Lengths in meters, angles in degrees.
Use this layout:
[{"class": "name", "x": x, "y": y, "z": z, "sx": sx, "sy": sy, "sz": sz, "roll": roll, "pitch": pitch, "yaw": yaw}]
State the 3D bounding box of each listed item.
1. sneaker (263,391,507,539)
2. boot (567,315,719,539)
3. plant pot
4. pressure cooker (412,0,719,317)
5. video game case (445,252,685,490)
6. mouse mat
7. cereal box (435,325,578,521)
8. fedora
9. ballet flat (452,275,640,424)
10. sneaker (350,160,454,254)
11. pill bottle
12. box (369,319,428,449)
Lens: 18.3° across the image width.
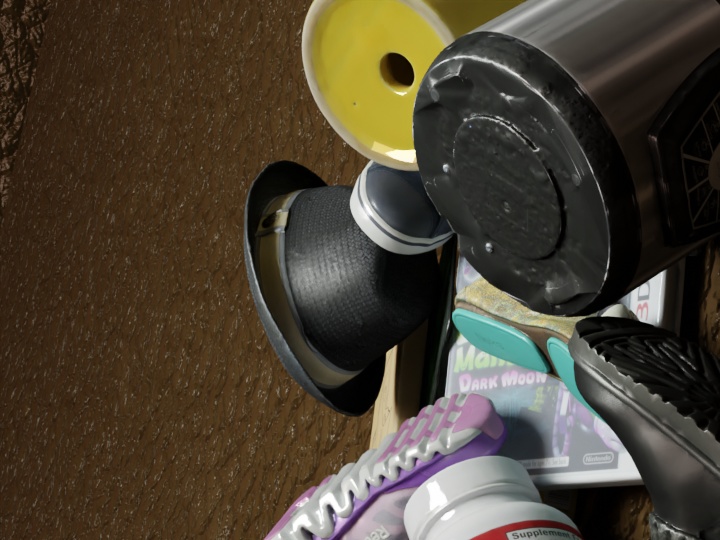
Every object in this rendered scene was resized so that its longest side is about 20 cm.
[{"class": "sneaker", "x": 0.030, "y": 0.154, "z": 1.448, "sx": 0.200, "sy": 0.089, "sz": 0.080, "roll": -38, "pitch": 3, "yaw": 34}, {"class": "boot", "x": 0.164, "y": 0.138, "z": 1.208, "sx": 0.211, "sy": 0.079, "sz": 0.159, "roll": 44, "pitch": 123, "yaw": 37}, {"class": "plant pot", "x": 0.069, "y": -0.158, "z": 1.411, "sx": 0.189, "sy": 0.201, "sz": 0.201, "roll": -39, "pitch": -12, "yaw": -44}, {"class": "pressure cooker", "x": 0.151, "y": -0.090, "z": 1.275, "sx": 0.179, "sy": 0.199, "sz": 0.176, "roll": 55, "pitch": 149, "yaw": 9}, {"class": "video game case", "x": 0.126, "y": 0.048, "z": 1.426, "sx": 0.199, "sy": 0.023, "sz": 0.183, "roll": -11, "pitch": 68, "yaw": 51}, {"class": "mouse mat", "x": 0.052, "y": 0.055, "z": 1.604, "sx": 0.161, "sy": 0.007, "sz": 0.201, "roll": -84, "pitch": 2, "yaw": -48}, {"class": "cereal box", "x": 0.097, "y": 0.100, "z": 1.539, "sx": 0.200, "sy": 0.039, "sz": 0.145, "roll": 165, "pitch": 116, "yaw": -67}, {"class": "fedora", "x": 0.000, "y": 0.000, "z": 1.557, "sx": 0.091, "sy": 0.201, "sz": 0.202, "roll": -21, "pitch": 51, "yaw": 23}, {"class": "ballet flat", "x": 0.133, "y": 0.042, "z": 1.356, "sx": 0.200, "sy": 0.070, "sz": 0.071, "roll": 30, "pitch": 107, "yaw": 51}, {"class": "sneaker", "x": 0.070, "y": -0.079, "z": 1.535, "sx": 0.200, "sy": 0.078, "sz": 0.080, "roll": -33, "pitch": -14, "yaw": -51}, {"class": "pill bottle", "x": 0.096, "y": 0.213, "z": 1.332, "sx": 0.113, "sy": 0.112, "sz": 0.201, "roll": -62, "pitch": 37, "yaw": 36}, {"class": "box", "x": 0.024, "y": 0.119, "z": 1.664, "sx": 0.164, "sy": 0.021, "sz": 0.201, "roll": 106, "pitch": 172, "yaw": -63}]
